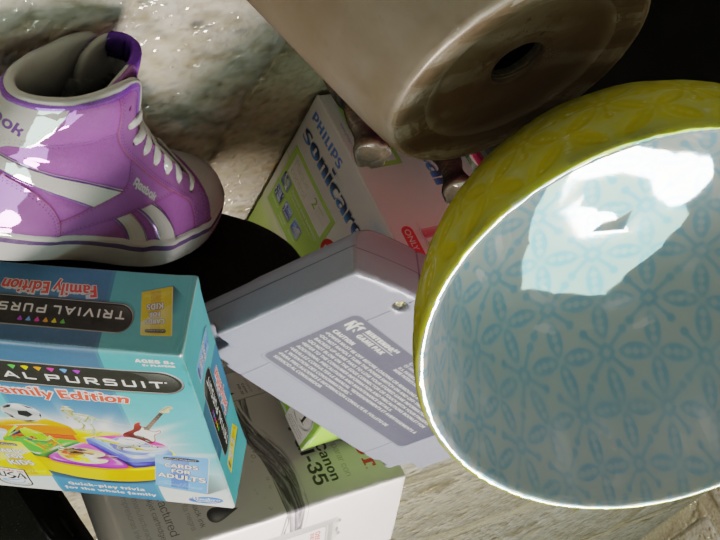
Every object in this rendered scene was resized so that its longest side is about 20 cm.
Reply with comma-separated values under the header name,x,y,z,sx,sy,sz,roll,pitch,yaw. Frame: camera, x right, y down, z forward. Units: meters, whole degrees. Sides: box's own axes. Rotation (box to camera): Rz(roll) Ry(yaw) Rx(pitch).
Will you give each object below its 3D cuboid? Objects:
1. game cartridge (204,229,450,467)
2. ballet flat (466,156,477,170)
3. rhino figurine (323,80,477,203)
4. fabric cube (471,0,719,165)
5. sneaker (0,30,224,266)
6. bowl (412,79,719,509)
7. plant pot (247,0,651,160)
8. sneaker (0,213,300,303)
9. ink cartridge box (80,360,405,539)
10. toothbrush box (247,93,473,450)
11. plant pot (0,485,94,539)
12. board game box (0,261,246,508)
name,x,y,z,sx,sy,sz,roll,pitch,yaw
game cartridge,0.018,0.050,0.815,0.132,0.042,0.200,-27,138,25
ballet flat,0.075,-0.043,1.025,0.200,0.064,0.067,-38,157,25
rhino figurine,0.051,-0.089,0.818,0.060,0.088,0.199,-36,144,29
fabric cube,0.157,-0.130,0.751,0.199,0.197,0.199,-38,159,21
sneaker,-0.118,-0.064,0.732,0.115,0.073,0.200,-56,159,22
bowl,0.112,-0.006,0.597,0.198,0.108,0.202,-4,130,-5
plant pot,0.025,-0.148,0.577,0.199,0.175,0.200,-25,160,-10
sneaker,-0.138,0.018,0.849,0.199,0.068,0.108,1,151,-16
ink cartridge box,-0.088,0.136,0.988,0.198,0.147,0.083,-14,141,-22
toothbrush box,0.000,0.000,0.916,0.085,0.146,0.200,-12,154,-34
plant pot,-0.288,0.196,0.960,0.177,0.200,0.200,-37,159,-6
board game box,-0.151,0.067,0.782,0.149,0.047,0.201,4,150,6
